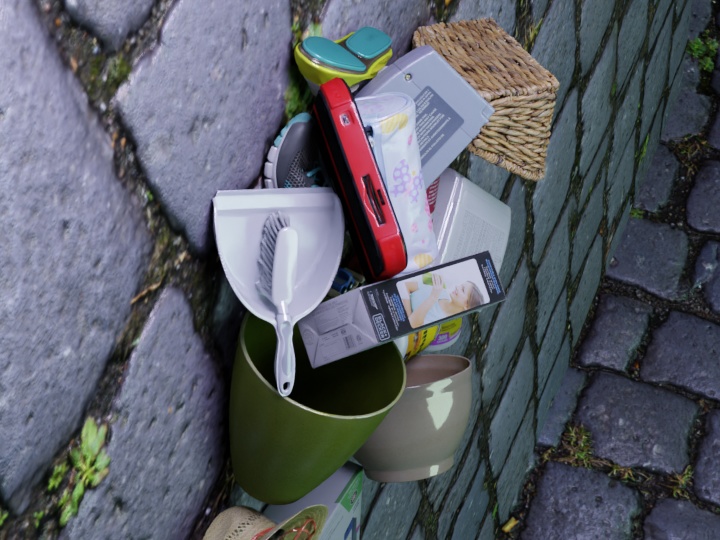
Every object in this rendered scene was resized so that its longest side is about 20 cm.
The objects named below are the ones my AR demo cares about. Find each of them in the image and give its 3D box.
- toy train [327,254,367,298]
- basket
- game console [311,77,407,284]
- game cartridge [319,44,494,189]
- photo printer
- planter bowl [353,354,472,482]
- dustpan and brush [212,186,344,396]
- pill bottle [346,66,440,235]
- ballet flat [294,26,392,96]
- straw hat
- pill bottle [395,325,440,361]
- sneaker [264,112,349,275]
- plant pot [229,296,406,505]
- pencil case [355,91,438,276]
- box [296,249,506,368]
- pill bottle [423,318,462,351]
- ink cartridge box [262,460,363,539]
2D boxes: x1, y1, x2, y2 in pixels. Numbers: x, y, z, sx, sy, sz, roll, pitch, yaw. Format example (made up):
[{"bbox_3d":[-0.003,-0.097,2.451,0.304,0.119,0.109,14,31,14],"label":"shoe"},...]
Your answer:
[{"bbox_3d":[0.000,0.000,1.587,0.200,0.034,0.046,-38,153,-59],"label":"toy train"},{"bbox_3d":[0.139,-0.206,1.553,0.142,0.200,0.149,-13,131,-19],"label":"basket"},{"bbox_3d":[-0.004,-0.086,1.259,0.177,0.031,0.201,132,-60,-82],"label":"game console"},{"bbox_3d":[0.040,-0.148,1.384,0.200,0.133,0.042,-46,-155,7],"label":"game cartridge"},{"bbox_3d":[0.130,-0.033,1.637,0.200,0.069,0.167,22,84,-59],"label":"photo printer"},{"bbox_3d":[0.056,0.198,1.616,0.200,0.200,0.135,-22,105,-66],"label":"planter bowl"},{"bbox_3d":[-0.079,0.023,1.225,0.139,0.057,0.201,-4,107,-27],"label":"dustpan and brush"},{"bbox_3d":[0.043,-0.136,1.475,0.113,0.113,0.201,-37,140,-59],"label":"pill bottle"},{"bbox_3d":[-0.021,-0.214,1.315,0.067,0.067,0.200,-59,170,26],"label":"ballet flat"},{"bbox_3d":[-0.135,0.318,1.414,0.201,0.085,0.201,-43,158,-22],"label":"straw hat"},{"bbox_3d":[0.028,0.076,1.626,0.200,0.109,0.110,-24,129,-65],"label":"pill bottle"},{"bbox_3d":[-0.051,-0.068,1.305,0.078,0.091,0.201,-45,147,-53],"label":"sneaker"},{"bbox_3d":[-0.071,0.159,1.366,0.187,0.187,0.200,-45,164,-52],"label":"plant pot"},{"bbox_3d":[0.032,-0.092,1.335,0.091,0.083,0.201,-97,176,-60],"label":"pencil case"},{"bbox_3d":[0.044,0.039,1.306,0.200,0.117,0.060,-15,84,-41],"label":"box"},{"bbox_3d":[0.101,0.012,1.781,0.104,0.104,0.200,-51,152,-46],"label":"pill bottle"},{"bbox_3d":[-0.065,0.364,1.660,0.145,0.087,0.200,-51,154,-47],"label":"ink cartridge box"}]
